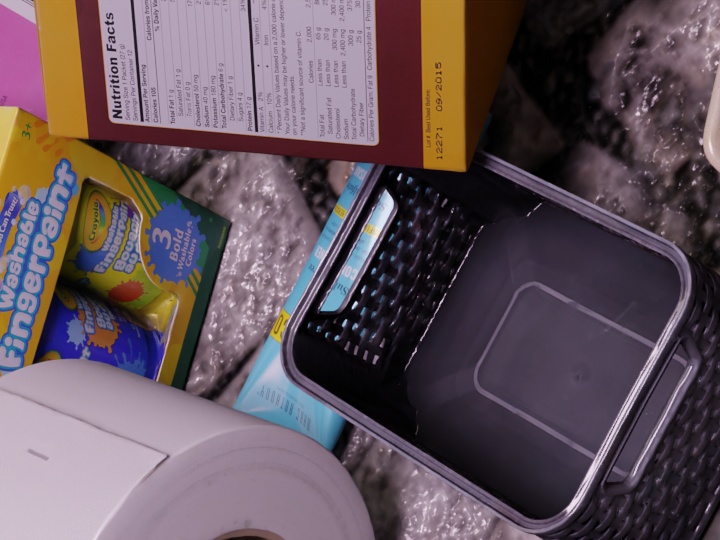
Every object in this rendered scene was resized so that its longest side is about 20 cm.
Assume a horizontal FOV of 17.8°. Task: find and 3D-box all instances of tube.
[{"bbox_3d":[0.000,0.000,1.152,0.077,0.050,0.201,33,99,51],"label":"tube"}]

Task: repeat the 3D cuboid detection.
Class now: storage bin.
[{"bbox_3d":[0.076,0.035,1.035,0.200,0.094,0.136,29,91,45],"label":"storage bin"}]

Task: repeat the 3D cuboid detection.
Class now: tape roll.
[{"bbox_3d":[-0.107,0.153,1.064,0.139,0.202,0.204,16,82,43],"label":"tape roll"}]

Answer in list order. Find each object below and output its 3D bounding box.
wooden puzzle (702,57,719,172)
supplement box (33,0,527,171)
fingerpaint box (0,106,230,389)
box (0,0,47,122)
[{"bbox_3d":[0.247,-0.131,0.995,0.199,0.046,0.187,3,73,41],"label":"wooden puzzle"},{"bbox_3d":[-0.030,-0.159,1.075,0.198,0.134,0.198,6,33,11],"label":"supplement box"},{"bbox_3d":[-0.168,0.037,1.191,0.073,0.166,0.201,5,73,41],"label":"fingerpaint box"},{"bbox_3d":[-0.211,-0.154,1.314,0.177,0.096,0.200,-58,24,6],"label":"box"}]
